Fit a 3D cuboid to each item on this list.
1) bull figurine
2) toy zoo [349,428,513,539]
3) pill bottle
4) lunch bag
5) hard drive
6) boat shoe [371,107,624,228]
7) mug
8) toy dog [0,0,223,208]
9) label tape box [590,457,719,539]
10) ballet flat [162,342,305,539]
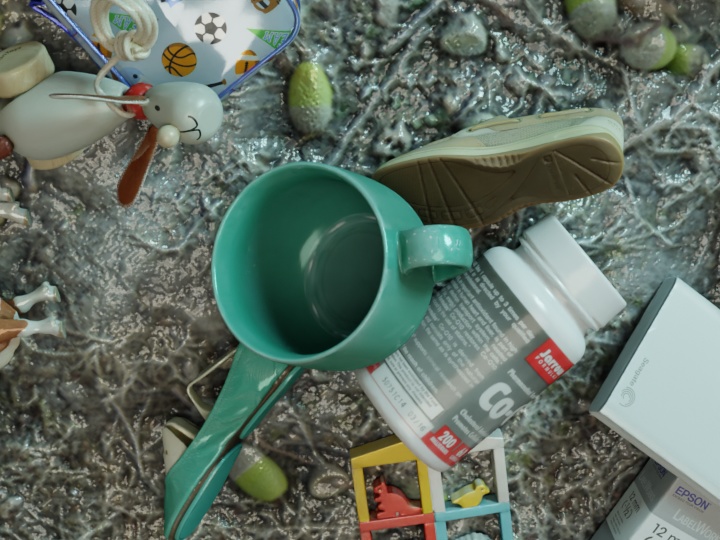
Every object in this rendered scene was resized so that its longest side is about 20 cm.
[{"bbox_3d":[-0.303,0.020,1.248,0.121,0.065,0.200,-18,112,-1],"label":"bull figurine"},{"bbox_3d":[0.063,0.209,1.361,0.131,0.020,0.201,-8,110,-1],"label":"toy zoo"},{"bbox_3d":[0.103,0.055,1.255,0.200,0.114,0.114,-40,107,6],"label":"pill bottle"},{"bbox_3d":[-0.151,-0.213,1.169,0.160,0.076,0.200,-36,108,12],"label":"lunch bag"},{"bbox_3d":[0.299,0.116,1.308,0.200,0.027,0.132,36,76,-12],"label":"hard drive"},{"bbox_3d":[0.107,-0.084,1.237,0.199,0.065,0.072,-11,125,20],"label":"boat shoe"},{"bbox_3d":[-0.008,0.007,1.206,0.185,0.114,0.152,29,97,29],"label":"mug"},{"bbox_3d":[-0.203,-0.105,1.143,0.200,0.096,0.132,-15,123,47],"label":"toy dog"},{"bbox_3d":[0.299,0.221,1.357,0.143,0.066,0.200,30,107,-13],"label":"label tape box"},{"bbox_3d":[-0.120,0.127,1.305,0.070,0.067,0.200,37,105,10],"label":"ballet flat"}]
